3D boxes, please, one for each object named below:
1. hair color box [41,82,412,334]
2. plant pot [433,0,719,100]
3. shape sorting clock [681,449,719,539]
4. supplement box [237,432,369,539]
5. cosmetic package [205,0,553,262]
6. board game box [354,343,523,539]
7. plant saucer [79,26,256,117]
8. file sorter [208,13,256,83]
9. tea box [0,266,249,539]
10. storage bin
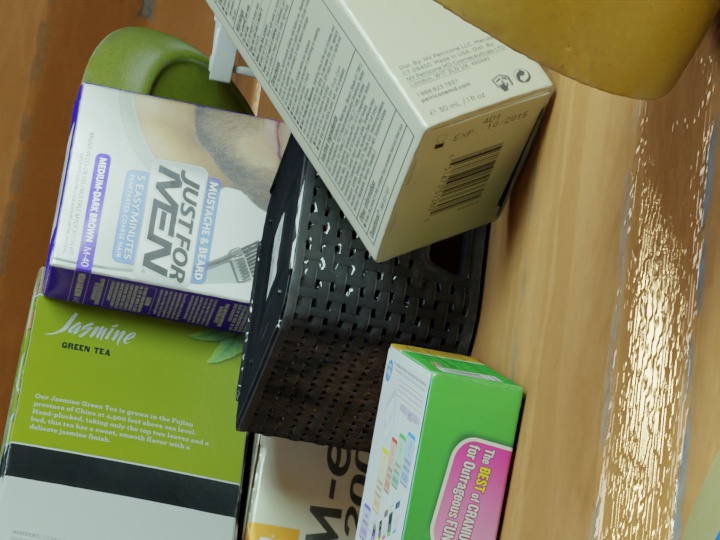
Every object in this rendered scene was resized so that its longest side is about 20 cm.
[{"bbox_3d":[-0.067,-0.026,1.632,0.065,0.199,0.110,123,157,-69],"label":"hair color box"},{"bbox_3d":[0.062,-0.171,0.921,0.142,0.200,0.200,-51,17,20],"label":"plant pot"},{"bbox_3d":[0.096,0.124,0.680,0.200,0.039,0.201,-169,90,-82],"label":"shape sorting clock"},{"bbox_3d":[-0.042,0.162,1.690,0.200,0.073,0.127,128,152,-77],"label":"supplement box"},{"bbox_3d":[-0.003,-0.116,1.346,0.200,0.071,0.105,58,151,24],"label":"cosmetic package"},{"bbox_3d":[0.023,0.138,1.302,0.153,0.040,0.201,-148,68,-83],"label":"board game box"},{"bbox_3d":[-0.096,-0.050,1.744,0.200,0.031,0.201,39,-137,-49],"label":"plant saucer"},{"bbox_3d":[-0.010,-0.215,1.765,0.139,0.124,0.201,-94,15,-68],"label":"file sorter"},{"bbox_3d":[-0.142,0.142,1.669,0.200,0.133,0.197,108,171,-49],"label":"tea box"},{"bbox_3d":[0.000,0.000,1.492,0.200,0.093,0.136,117,162,-67],"label":"storage bin"}]
